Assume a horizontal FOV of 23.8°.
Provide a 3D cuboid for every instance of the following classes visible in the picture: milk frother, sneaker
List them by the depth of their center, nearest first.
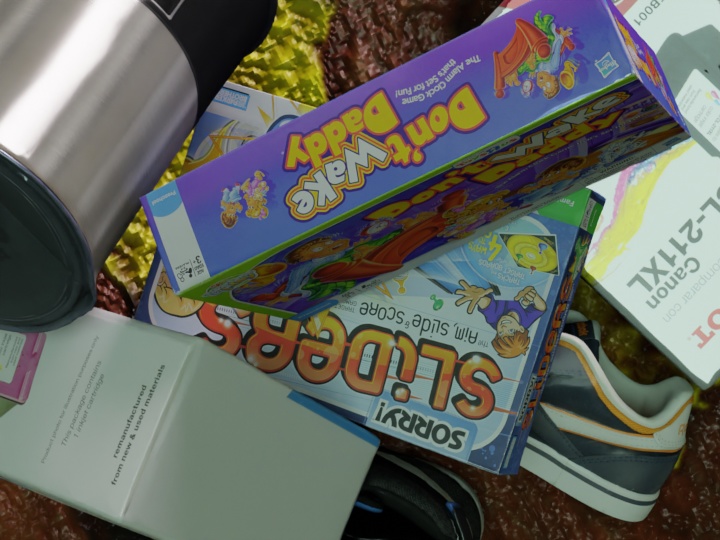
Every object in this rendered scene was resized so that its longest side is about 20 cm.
[{"bbox_3d":[-0.156,-0.063,0.768,0.180,0.200,0.188,21,50,10],"label":"milk frother"},{"bbox_3d":[-0.035,0.104,0.852,0.199,0.112,0.073,16,93,6],"label":"sneaker"},{"bbox_3d":[0.071,0.047,0.854,0.200,0.078,0.080,25,108,-4],"label":"sneaker"}]

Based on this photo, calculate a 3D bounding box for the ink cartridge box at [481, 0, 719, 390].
[{"bbox_3d":[0.145,-0.062,0.841,0.200,0.083,0.146,43,96,4],"label":"ink cartridge box"}]

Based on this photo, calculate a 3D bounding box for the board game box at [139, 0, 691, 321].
[{"bbox_3d":[0.027,-0.043,0.711,0.200,0.134,0.045,-25,76,16],"label":"board game box"}]

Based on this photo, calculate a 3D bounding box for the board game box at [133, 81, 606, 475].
[{"bbox_3d":[0.000,0.000,0.807,0.200,0.034,0.136,18,91,21],"label":"board game box"}]

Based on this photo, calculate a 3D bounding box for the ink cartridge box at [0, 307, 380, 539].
[{"bbox_3d":[-0.116,0.070,0.789,0.200,0.144,0.085,15,77,39],"label":"ink cartridge box"}]
